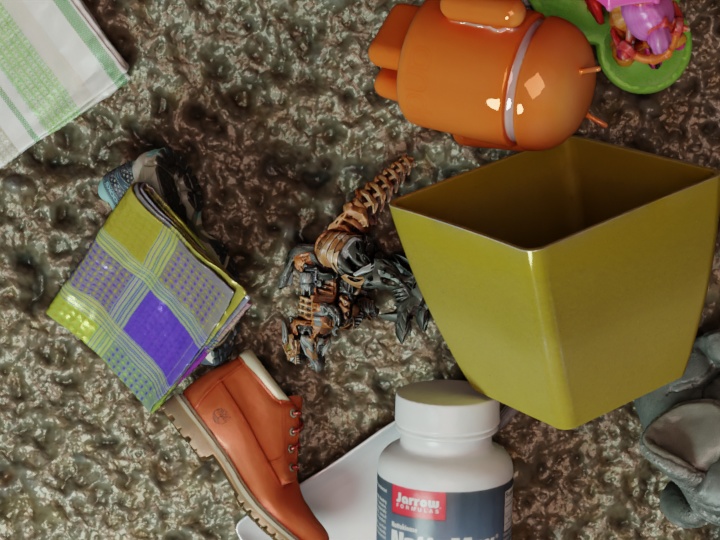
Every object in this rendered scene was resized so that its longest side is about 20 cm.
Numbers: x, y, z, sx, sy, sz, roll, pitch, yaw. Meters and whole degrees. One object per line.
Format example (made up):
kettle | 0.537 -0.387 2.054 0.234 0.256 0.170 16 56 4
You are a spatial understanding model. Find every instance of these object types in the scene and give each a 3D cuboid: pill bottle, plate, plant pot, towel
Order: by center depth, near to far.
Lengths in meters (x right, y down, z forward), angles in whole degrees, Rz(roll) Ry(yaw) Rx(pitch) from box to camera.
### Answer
plant pot | 0.169 0.014 1.489 0.199 0.200 0.177 -22 113 -28
towel | -0.186 0.026 1.564 0.144 0.023 0.200 46 131 3
pill bottle | 0.072 0.202 1.566 0.119 0.120 0.201 1 101 2
towel | -0.317 -0.176 1.581 0.200 0.031 0.149 -33 97 11
plate | 0.019 0.257 1.655 0.200 0.032 0.200 -33 99 8

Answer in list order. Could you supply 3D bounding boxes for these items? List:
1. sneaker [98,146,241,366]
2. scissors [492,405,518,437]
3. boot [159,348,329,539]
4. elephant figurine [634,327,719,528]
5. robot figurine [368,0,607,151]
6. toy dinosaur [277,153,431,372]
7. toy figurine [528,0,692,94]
sneaker | -0.168 -0.009 1.595 0.086 0.078 0.201 -11 105 28
scissors | 0.167 0.081 1.623 0.200 0.014 0.073 -34 101 10
boot | -0.075 0.166 1.600 0.107 0.075 0.200 -38 92 -11
elephant figurine | 0.298 0.157 1.528 0.141 0.200 0.155 30 135 -18
robot figurine | 0.109 -0.164 1.503 0.199 0.117 0.144 15 108 21
toy dinosaur | 0.000 0.000 1.574 0.135 0.102 0.201 27 125 13
toy figurine | 0.216 -0.226 1.465 0.150 0.184 0.201 -23 101 7
